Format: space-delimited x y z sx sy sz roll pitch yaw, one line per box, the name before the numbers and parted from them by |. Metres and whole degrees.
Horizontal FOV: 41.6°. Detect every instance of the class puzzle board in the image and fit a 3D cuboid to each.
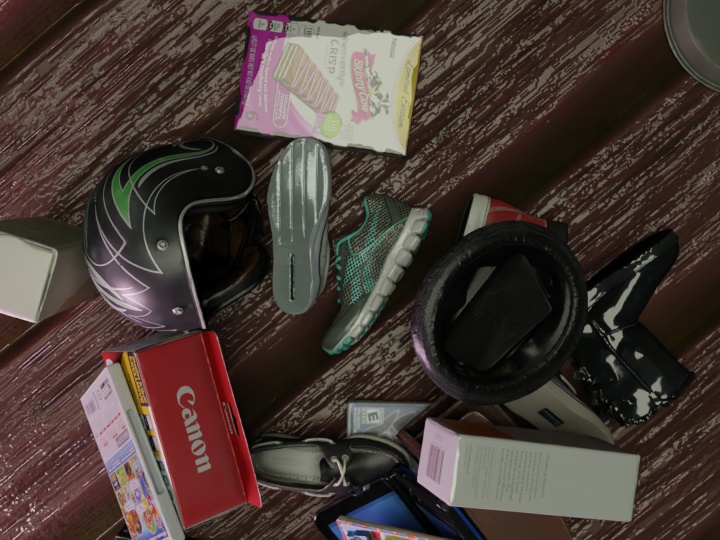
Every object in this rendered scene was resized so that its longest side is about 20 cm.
puzzle board | 0.063 0.355 1.056 0.150 0.017 0.201 5 131 28

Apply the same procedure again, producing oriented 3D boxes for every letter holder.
letter holder | 0.163 0.225 1.066 0.142 0.101 0.201 -39 101 -8

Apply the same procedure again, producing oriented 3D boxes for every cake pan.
cake pan | 0.448 -0.301 1.077 0.198 0.037 0.202 0 95 1

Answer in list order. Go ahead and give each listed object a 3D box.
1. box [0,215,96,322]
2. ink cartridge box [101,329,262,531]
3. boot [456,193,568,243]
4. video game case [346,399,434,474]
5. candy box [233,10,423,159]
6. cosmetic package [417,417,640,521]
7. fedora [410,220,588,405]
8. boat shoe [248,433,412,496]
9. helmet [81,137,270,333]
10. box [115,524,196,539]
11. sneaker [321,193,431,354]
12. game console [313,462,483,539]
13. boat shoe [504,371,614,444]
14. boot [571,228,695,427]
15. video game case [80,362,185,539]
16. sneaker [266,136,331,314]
box | -0.348 -0.007 1.024 0.094 0.200 0.078 18 95 0
ink cartridge box | -0.199 0.172 1.042 0.083 0.175 0.202 -17 94 -30
boot | 0.167 0.028 1.089 0.143 0.072 0.202 18 91 -2
video game case | 0.072 0.256 1.128 0.180 0.023 0.202 1 94 0
candy box | -0.036 -0.209 1.077 0.198 0.061 0.138 8 94 0
cosmetic package | 0.169 0.202 0.965 0.198 0.101 0.072 9 89 -16
fedora | 0.138 0.040 1.009 0.199 0.092 0.203 -1 96 -14
boat shoe | -0.041 0.224 1.091 0.198 0.060 0.075 7 94 12
helmet | -0.202 -0.034 1.012 0.190 0.200 0.201 -38 93 -28
box | -0.215 0.424 1.133 0.191 0.048 0.202 12 95 2
sneaker | 0.000 0.000 1.093 0.091 0.078 0.201 30 86 7
game console | 0.070 0.328 1.052 0.118 0.170 0.200 -42 111 -14
boat shoe | 0.228 0.146 1.096 0.074 0.093 0.200 -28 126 25
boot | 0.321 0.072 1.088 0.198 0.073 0.163 -39 90 10
video game case | -0.258 0.216 1.057 0.018 0.143 0.201 -17 78 -33
sneaker | -0.068 -0.053 1.078 0.072 0.071 0.202 10 103 8
